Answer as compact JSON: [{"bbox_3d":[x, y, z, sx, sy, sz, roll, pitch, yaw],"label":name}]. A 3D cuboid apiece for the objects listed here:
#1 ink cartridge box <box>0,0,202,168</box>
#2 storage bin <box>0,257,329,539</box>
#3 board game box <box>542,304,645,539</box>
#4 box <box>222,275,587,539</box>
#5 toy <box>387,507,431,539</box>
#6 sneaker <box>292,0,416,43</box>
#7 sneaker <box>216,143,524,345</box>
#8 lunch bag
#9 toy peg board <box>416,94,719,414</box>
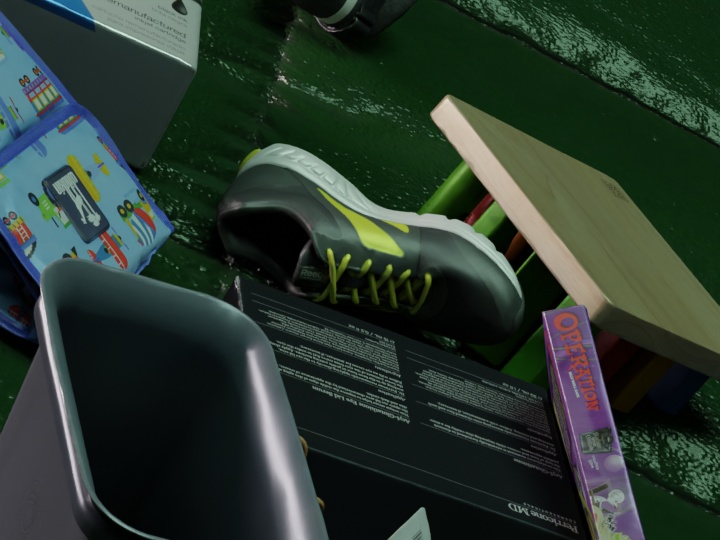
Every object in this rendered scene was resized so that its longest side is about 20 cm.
[{"bbox_3d":[-0.177,-0.170,1.852,0.145,0.085,0.200,23,30,-15],"label":"ink cartridge box"},{"bbox_3d":[-0.104,0.115,1.411,0.145,0.135,0.200,16,32,-26],"label":"storage bin"},{"bbox_3d":[0.131,0.133,1.596,0.032,0.120,0.201,-13,53,3],"label":"board game box"},{"bbox_3d":[0.011,0.101,1.607,0.199,0.079,0.141,21,27,-21],"label":"box"},{"bbox_3d":[-0.015,0.202,1.426,0.047,0.116,0.200,-1,16,30],"label":"toy"},{"bbox_3d":[0.010,-0.252,2.106,0.073,0.201,0.112,8,-27,40],"label":"sneaker"},{"bbox_3d":[0.000,0.000,1.777,0.199,0.075,0.085,25,34,13],"label":"sneaker"},{"bbox_3d":[-0.198,-0.043,1.648,0.200,0.094,0.151,44,27,-2],"label":"lunch bag"},{"bbox_3d":[0.127,0.013,1.876,0.199,0.098,0.200,23,25,-50],"label":"toy peg board"}]
